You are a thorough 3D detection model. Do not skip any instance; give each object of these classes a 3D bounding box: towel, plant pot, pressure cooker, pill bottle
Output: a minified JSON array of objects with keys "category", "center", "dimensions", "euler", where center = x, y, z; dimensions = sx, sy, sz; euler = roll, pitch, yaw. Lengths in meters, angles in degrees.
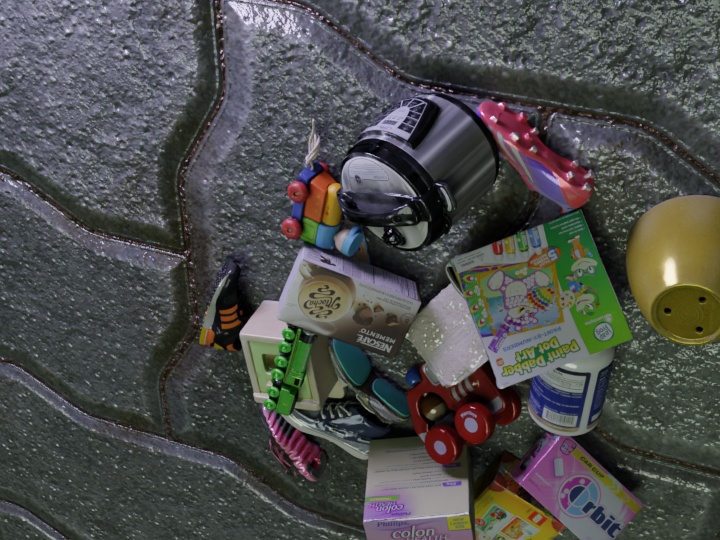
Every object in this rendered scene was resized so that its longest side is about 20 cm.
[{"category":"towel","center":[0.163,0.084,1.559],"dimensions":[0.200,0.034,0.133],"euler":[-46,74,31]},{"category":"plant pot","center":[0.451,0.019,1.351],"dimensions":[0.200,0.142,0.200],"euler":[12,127,16]},{"category":"pressure cooker","center":[0.071,-0.124,1.357],"dimensions":[0.179,0.200,0.176],"euler":[42,152,9]},{"category":"pill bottle","center":[0.322,0.144,1.518],"dimensions":[0.116,0.116,0.200],"euler":[14,128,15]}]

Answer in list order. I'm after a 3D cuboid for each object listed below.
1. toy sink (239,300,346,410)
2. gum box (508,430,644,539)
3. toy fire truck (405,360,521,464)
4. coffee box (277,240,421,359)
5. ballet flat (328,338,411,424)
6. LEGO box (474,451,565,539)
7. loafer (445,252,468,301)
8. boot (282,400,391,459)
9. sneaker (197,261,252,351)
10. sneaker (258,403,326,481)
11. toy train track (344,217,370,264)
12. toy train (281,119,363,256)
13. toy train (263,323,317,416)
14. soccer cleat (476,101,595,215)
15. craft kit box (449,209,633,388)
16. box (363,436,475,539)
[{"category":"toy sink","center":[-0.115,0.168,1.738],"dimensions":[0.130,0.112,0.200],"euler":[6,126,21]},{"category":"gum box","center":[0.352,0.358,1.655],"dimensions":[0.200,0.066,0.114],"euler":[42,88,-9]},{"category":"toy fire truck","center":[0.156,0.215,1.667],"dimensions":[0.200,0.112,0.168],"euler":[-43,76,39]},{"category":"coffee box","center":[-0.017,0.047,1.575],"dimensions":[0.200,0.080,0.113],"euler":[21,112,-10]},{"category":"ballet flat","center":[0.002,0.196,1.734],"dimensions":[0.200,0.072,0.072],"euler":[45,129,-11]},{"category":"LEGO box","center":[0.262,0.437,1.784],"dimensions":[0.149,0.077,0.200],"euler":[32,130,-1]},{"category":"loafer","center":[0.202,0.054,1.467],"dimensions":[0.200,0.070,0.070],"euler":[43,121,20]},{"category":"boot","center":[-0.044,0.260,1.809],"dimensions":[0.200,0.073,0.090],"euler":[27,124,-6]},{"category":"sneaker","center":[-0.221,0.065,1.751],"dimensions":[0.090,0.070,0.200],"euler":[19,131,-8]},{"category":"sneaker","center":[-0.148,0.320,1.898],"dimensions":[0.095,0.079,0.200],"euler":[-8,119,42]},{"category":"toy train track","center":[0.000,0.000,1.616],"dimensions":[0.115,0.033,0.200],"euler":[4,124,22]},{"category":"toy train","center":[-0.041,-0.118,1.506],"dimensions":[0.116,0.085,0.200],"euler":[27,131,15]},{"category":"toy train","center":[-0.115,0.160,1.641],"dimensions":[0.056,0.042,0.200],"euler":[19,125,1]},{"category":"soccer cleat","center":[0.232,-0.153,1.381],"dimensions":[0.200,0.067,0.076],"euler":[36,136,-6]},{"category":"craft kit box","center":[0.252,0.040,1.410],"dimensions":[0.200,0.049,0.198],"euler":[-22,88,2]},{"category":"box","center":[0.104,0.383,1.711],"dimensions":[0.176,0.200,0.097],"euler":[-7,120,8]}]
